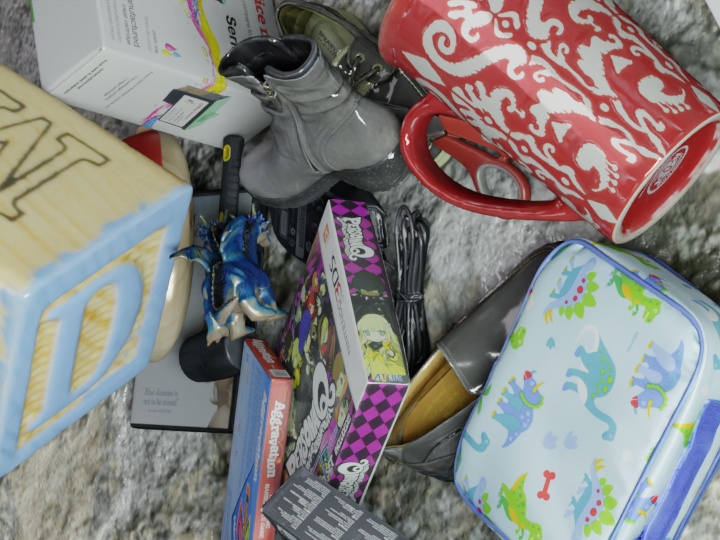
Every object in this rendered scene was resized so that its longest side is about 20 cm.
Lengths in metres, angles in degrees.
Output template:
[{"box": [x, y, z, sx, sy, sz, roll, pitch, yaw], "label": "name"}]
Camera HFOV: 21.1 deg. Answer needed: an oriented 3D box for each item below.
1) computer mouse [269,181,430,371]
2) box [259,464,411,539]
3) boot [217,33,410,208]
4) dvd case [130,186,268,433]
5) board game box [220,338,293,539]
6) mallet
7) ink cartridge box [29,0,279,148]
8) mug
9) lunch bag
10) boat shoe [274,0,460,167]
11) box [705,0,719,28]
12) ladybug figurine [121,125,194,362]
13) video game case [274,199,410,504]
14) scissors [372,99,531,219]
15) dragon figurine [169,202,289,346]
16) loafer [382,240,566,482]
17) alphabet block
[{"box": [0.000, 0.000, 1.439, 0.200, 0.046, 0.141, 23, 118, 52], "label": "computer mouse"}, {"box": [0.040, 0.224, 1.255, 0.049, 0.162, 0.200, -45, 41, -15], "label": "box"}, {"box": [-0.054, -0.113, 1.370, 0.199, 0.132, 0.070, -10, 47, 52], "label": "boot"}, {"box": [-0.134, 0.033, 1.591, 0.142, 0.017, 0.202, -3, 79, 48], "label": "dvd case"}, {"box": [-0.080, 0.162, 1.446, 0.103, 0.019, 0.201, -132, 48, -70], "label": "board game box"}, {"box": [-0.101, -0.011, 1.528, 0.066, 0.041, 0.201, -4, 75, 48], "label": "mallet"}, {"box": [-0.160, -0.194, 1.537, 0.084, 0.199, 0.146, -30, 60, 36], "label": "ink cartridge box"}, {"box": [0.124, -0.111, 1.241, 0.200, 0.133, 0.178, 43, 150, 19], "label": "mug"}, {"box": [0.155, 0.095, 1.211, 0.161, 0.082, 0.201, 38, 109, 46], "label": "lunch bag"}, {"box": [-0.002, -0.142, 1.448, 0.201, 0.066, 0.072, 47, 113, 40], "label": "boat shoe"}, {"box": [0.256, -0.248, 1.212, 0.144, 0.036, 0.201, -44, 53, 33], "label": "box"}, {"box": [-0.185, -0.025, 1.575, 0.136, 0.071, 0.201, 141, 130, -57], "label": "ladybug figurine"}, {"box": [-0.022, 0.083, 1.368, 0.182, 0.036, 0.201, -102, 25, -45], "label": "video game case"}, {"box": [0.055, -0.108, 1.374, 0.200, 0.014, 0.073, 35, 116, 26], "label": "scissors"}, {"box": [-0.101, -0.002, 1.421, 0.059, 0.200, 0.100, -25, 86, 12], "label": "dragon figurine"}, {"box": [0.083, 0.063, 1.304, 0.201, 0.072, 0.073, -59, 46, 21], "label": "loafer"}, {"box": [-0.272, -0.004, 1.426, 0.199, 0.196, 0.196, 33, 128, 17], "label": "alphabet block"}]
